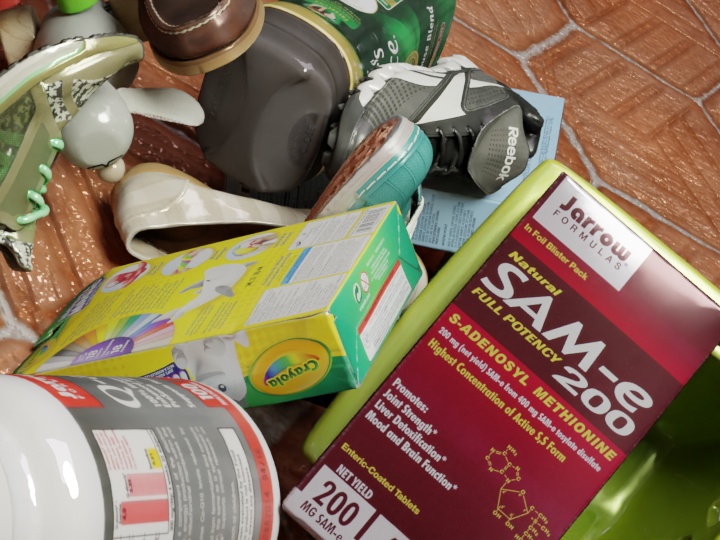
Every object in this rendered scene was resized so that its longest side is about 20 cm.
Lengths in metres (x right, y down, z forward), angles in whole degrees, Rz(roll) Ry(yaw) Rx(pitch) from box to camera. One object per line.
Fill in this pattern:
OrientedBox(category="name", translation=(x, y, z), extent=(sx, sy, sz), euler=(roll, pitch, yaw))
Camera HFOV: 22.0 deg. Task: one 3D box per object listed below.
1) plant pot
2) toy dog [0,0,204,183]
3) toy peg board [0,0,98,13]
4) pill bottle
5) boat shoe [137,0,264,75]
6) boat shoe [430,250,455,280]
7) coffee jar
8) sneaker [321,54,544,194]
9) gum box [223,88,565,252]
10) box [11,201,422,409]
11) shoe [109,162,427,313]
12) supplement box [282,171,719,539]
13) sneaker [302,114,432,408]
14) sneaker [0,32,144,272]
OrientedBox(category="plant pot", translation=(0.101, 0.090, 0.972), extent=(0.200, 0.199, 0.182), euler=(41, -7, 5))
OrientedBox(category="toy dog", translation=(-0.154, -0.095, 1.068), extent=(0.201, 0.130, 0.097), euler=(-75, 149, -52))
OrientedBox(category="toy peg board", translation=(-0.231, -0.217, 1.103), extent=(0.201, 0.197, 0.099), euler=(-85, 161, -55))
OrientedBox(category="pill bottle", translation=(-0.130, 0.101, 0.773), extent=(0.116, 0.116, 0.199), euler=(52, 20, 22))
OrientedBox(category="boat shoe", translation=(-0.100, -0.180, 1.056), extent=(0.201, 0.070, 0.071), euler=(-108, 177, -58))
OrientedBox(category="boat shoe", translation=(0.070, 0.025, 1.166), extent=(0.062, 0.075, 0.200), euler=(31, 26, -1))
OrientedBox(category="coffee jar", translation=(-0.020, -0.126, 1.120), extent=(0.085, 0.105, 0.200), euler=(30, 35, 12))
OrientedBox(category="sneaker", translation=(0.052, -0.080, 1.085), extent=(0.090, 0.067, 0.200), euler=(26, 23, 20))
OrientedBox(category="gum box", translation=(0.026, -0.077, 1.198), extent=(0.198, 0.045, 0.170), euler=(11, 31, 4))
OrientedBox(category="box", translation=(-0.078, 0.029, 0.919), extent=(0.049, 0.198, 0.118), euler=(69, 27, -22))
OrientedBox(category="shoe", translation=(-0.051, -0.006, 1.078), extent=(0.198, 0.070, 0.054), euler=(16, 23, -18))
OrientedBox(category="supplement box", translation=(0.067, 0.067, 0.855), extent=(0.109, 0.200, 0.061), euler=(40, -8, 4))
OrientedBox(category="sneaker", translation=(0.000, 0.000, 0.997), extent=(0.079, 0.200, 0.072), euler=(33, 44, -3))
OrientedBox(category="sneaker", translation=(-0.181, -0.044, 0.930), extent=(0.089, 0.199, 0.077), euler=(55, -13, -11))
